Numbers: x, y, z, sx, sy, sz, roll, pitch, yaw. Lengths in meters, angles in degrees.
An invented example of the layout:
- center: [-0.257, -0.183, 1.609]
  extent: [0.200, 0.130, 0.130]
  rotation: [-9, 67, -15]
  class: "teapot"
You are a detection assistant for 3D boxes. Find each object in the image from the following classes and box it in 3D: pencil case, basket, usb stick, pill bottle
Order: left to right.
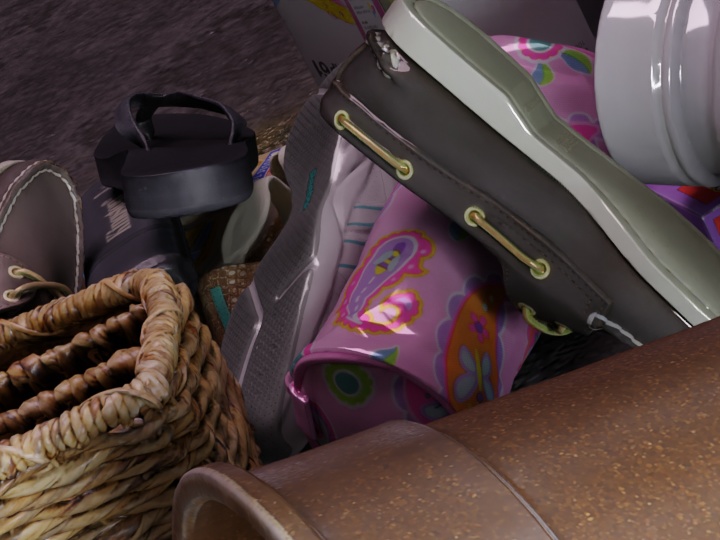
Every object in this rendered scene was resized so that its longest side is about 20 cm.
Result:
- center: [-0.145, 0.070, 0.878]
  extent: [0.200, 0.149, 0.143]
  rotation: [-25, 49, 5]
  class: "basket"
- center: [-0.107, -0.011, 1.123]
  extent: [0.055, 0.033, 0.200]
  rotation: [-41, 17, 4]
  class: "usb stick"
- center: [0.041, -0.007, 0.946]
  extent: [0.087, 0.087, 0.200]
  rotation: [-8, 41, 37]
  class: "pencil case"
- center: [0.194, -0.072, 0.871]
  extent: [0.200, 0.120, 0.120]
  rotation: [3, 35, 31]
  class: "pill bottle"

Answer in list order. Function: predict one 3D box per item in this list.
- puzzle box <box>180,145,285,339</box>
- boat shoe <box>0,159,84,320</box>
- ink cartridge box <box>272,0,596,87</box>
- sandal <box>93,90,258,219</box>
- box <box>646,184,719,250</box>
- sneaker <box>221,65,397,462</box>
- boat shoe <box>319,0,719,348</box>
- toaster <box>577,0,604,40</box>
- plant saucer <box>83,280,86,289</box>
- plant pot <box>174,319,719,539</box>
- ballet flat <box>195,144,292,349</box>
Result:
- center: [-0.103, 0.012, 1.158]
  extent: [0.133, 0.025, 0.200]
  rotation: [-20, 23, 31]
  class: "puzzle box"
- center: [-0.151, 0.035, 1.037]
  extent: [0.060, 0.072, 0.200]
  rotation: [-22, 46, 45]
  class: "boat shoe"
- center: [0.020, -0.150, 1.175]
  extent: [0.085, 0.200, 0.145]
  rotation: [-40, 25, -21]
  class: "ink cartridge box"
- center: [-0.082, -0.061, 1.109]
  extent: [0.076, 0.043, 0.200]
  rotation: [-11, 11, -10]
  class: "sandal"
- center: [0.164, -0.065, 1.038]
  extent: [0.137, 0.039, 0.200]
  rotation: [-31, 23, -10]
  class: "box"
- center: [0.000, 0.000, 1.012]
  extent: [0.070, 0.080, 0.200]
  rotation: [-32, 32, 49]
  class: "sneaker"
- center: [0.072, -0.014, 0.874]
  extent: [0.061, 0.201, 0.072]
  rotation: [-48, -10, 20]
  class: "boat shoe"
- center: [0.118, -0.219, 1.253]
  extent: [0.119, 0.200, 0.181]
  rotation: [-28, 30, 2]
  class: "toaster"
- center: [-0.218, 0.055, 1.150]
  extent: [0.200, 0.034, 0.200]
  rotation: [-32, 16, 10]
  class: "plant saucer"
- center: [0.089, 0.099, 0.566]
  extent: [0.198, 0.200, 0.200]
  rotation: [-24, 21, -17]
  class: "plant pot"
- center: [-0.021, -0.025, 1.114]
  extent: [0.070, 0.065, 0.200]
  rotation: [-21, 21, 28]
  class: "ballet flat"
